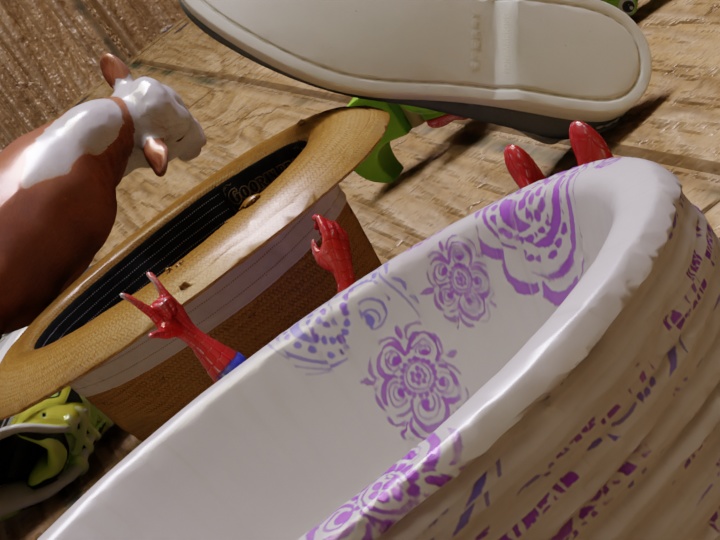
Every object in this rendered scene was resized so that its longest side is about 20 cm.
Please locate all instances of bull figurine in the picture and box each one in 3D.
[{"bbox_3d":[-0.148,-0.008,1.163,0.200,0.065,0.121,-41,-17,-40],"label":"bull figurine"}]

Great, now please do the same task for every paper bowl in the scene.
[{"bbox_3d":[0.012,0.073,0.587,0.201,0.104,0.201,-36,11,8],"label":"paper bowl"}]

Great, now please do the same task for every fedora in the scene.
[{"bbox_3d":[-0.053,0.017,1.076,0.201,0.082,0.201,-36,11,8],"label":"fedora"}]

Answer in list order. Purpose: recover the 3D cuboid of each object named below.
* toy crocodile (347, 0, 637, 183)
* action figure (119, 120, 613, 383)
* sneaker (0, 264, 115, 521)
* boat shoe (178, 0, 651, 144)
[{"bbox_3d":[0.072,-0.111,1.300,0.200,0.062,0.068,-30,12,10],"label":"toy crocodile"},{"bbox_3d":[0.000,0.000,0.960,0.200,0.099,0.065,-47,14,-32],"label":"action figure"},{"bbox_3d":[-0.138,0.065,1.232,0.076,0.075,0.200,24,51,40],"label":"sneaker"},{"bbox_3d":[0.016,-0.092,1.105,0.062,0.200,0.073,132,148,-66],"label":"boat shoe"}]
